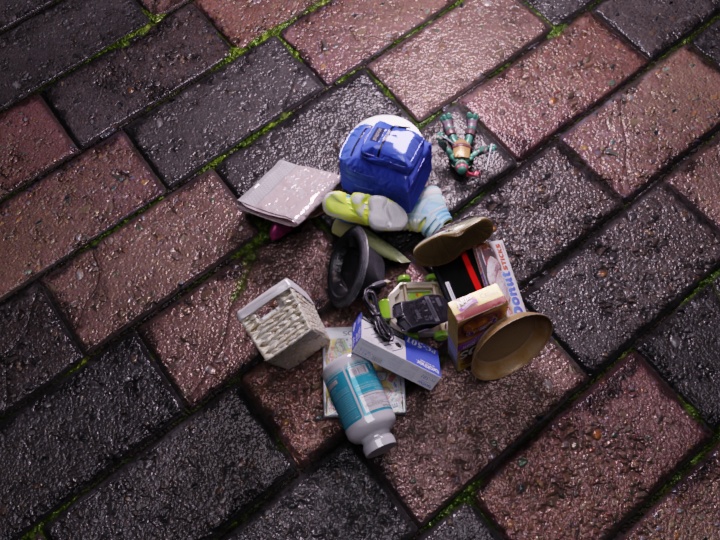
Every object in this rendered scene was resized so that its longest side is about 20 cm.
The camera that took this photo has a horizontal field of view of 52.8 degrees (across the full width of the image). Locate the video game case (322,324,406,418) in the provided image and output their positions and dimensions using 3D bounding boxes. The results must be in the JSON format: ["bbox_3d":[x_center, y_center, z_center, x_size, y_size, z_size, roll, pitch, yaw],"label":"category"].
[{"bbox_3d":[0.006,0.220,1.596,0.178,0.023,0.204,-3,65,0],"label":"video game case"}]

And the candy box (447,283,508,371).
[{"bbox_3d":[0.245,0.124,1.534,0.115,0.202,0.057,-21,55,-8],"label":"candy box"}]

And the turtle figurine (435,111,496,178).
[{"bbox_3d":[0.250,-0.306,1.790,0.147,0.101,0.203,10,49,-10],"label":"turtle figurine"}]

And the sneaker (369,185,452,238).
[{"bbox_3d":[0.128,-0.110,1.714,0.197,0.080,0.132,-25,65,-9],"label":"sneaker"}]

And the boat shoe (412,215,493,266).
[{"bbox_3d":[0.206,-0.069,1.657,0.197,0.074,0.065,-21,22,-8],"label":"boat shoe"}]

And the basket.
[{"bbox_3d":[-0.155,0.121,1.543,0.134,0.200,0.124,-34,74,1],"label":"basket"}]

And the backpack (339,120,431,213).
[{"bbox_3d":[0.051,-0.255,1.663,0.197,0.169,0.164,19,55,18],"label":"backpack"}]

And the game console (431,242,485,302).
[{"bbox_3d":[0.267,0.038,1.655,0.174,0.031,0.203,-14,65,-14],"label":"game console"}]

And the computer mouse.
[{"bbox_3d":[0.094,0.079,1.569,0.197,0.046,0.142,-15,63,-30],"label":"computer mouse"}]

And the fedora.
[{"bbox_3d":[0.000,0.000,1.636,0.090,0.200,0.204,16,62,-25],"label":"fedora"}]

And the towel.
[{"bbox_3d":[-0.169,-0.188,1.728,0.188,0.033,0.200,18,48,27],"label":"towel"}]

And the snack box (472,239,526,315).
[{"bbox_3d":[0.314,0.027,1.636,0.070,0.024,0.203,-7,63,-13],"label":"snack box"}]

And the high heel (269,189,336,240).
[{"bbox_3d":[-0.131,-0.134,1.735,0.095,0.068,0.201,27,65,25],"label":"high heel"}]

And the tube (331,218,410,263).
[{"bbox_3d":[0.024,-0.065,1.706,0.198,0.052,0.058,29,53,16],"label":"tube"}]

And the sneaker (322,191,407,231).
[{"bbox_3d":[0.011,-0.136,1.658,0.196,0.105,0.077,17,89,1],"label":"sneaker"}]

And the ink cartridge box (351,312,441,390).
[{"bbox_3d":[0.075,0.171,1.538,0.198,0.045,0.095,28,27,-14],"label":"ink cartridge box"}]

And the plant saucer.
[{"bbox_3d":[0.312,0.152,1.529,0.197,0.202,0.036,-24,51,-10],"label":"plant saucer"}]

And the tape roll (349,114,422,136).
[{"bbox_3d":[0.062,-0.285,1.804,0.196,0.066,0.204,0,66,1],"label":"tape roll"}]

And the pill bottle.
[{"bbox_3d":[0.003,0.278,1.495,0.109,0.111,0.203,-21,66,-8],"label":"pill bottle"}]

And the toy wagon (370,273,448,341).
[{"bbox_3d":[0.116,0.085,1.631,0.195,0.040,0.158,-2,60,-7],"label":"toy wagon"}]
